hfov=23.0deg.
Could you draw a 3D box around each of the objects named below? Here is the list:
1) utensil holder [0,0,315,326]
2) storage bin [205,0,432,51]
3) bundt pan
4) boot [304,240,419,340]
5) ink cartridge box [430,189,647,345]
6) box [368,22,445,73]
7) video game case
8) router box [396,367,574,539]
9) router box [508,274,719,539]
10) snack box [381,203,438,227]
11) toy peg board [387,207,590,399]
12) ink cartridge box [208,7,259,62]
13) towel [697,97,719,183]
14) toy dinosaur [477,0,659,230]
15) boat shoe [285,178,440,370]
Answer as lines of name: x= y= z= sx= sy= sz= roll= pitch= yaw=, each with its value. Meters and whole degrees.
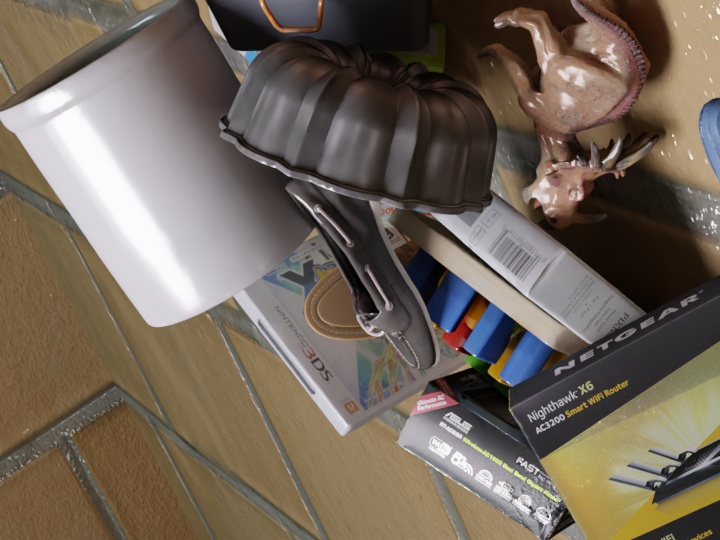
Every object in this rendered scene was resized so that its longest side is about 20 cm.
utensil holder: x=-0.148 y=-0.082 z=1.340 sx=0.200 sy=0.170 sz=0.170 roll=58 pitch=162 yaw=-14
storage bin: x=-0.031 y=-0.223 z=1.308 sx=0.134 sy=0.200 sz=0.146 roll=71 pitch=-157 yaw=-59
bundt pan: x=0.006 y=-0.109 z=1.236 sx=0.202 sy=0.202 sz=0.076 roll=35 pitch=115 yaw=47
boot: x=0.016 y=0.024 z=1.593 sx=0.155 sy=0.200 sz=0.074 roll=-29 pitch=83 yaw=63
ink cartridge box: x=0.159 y=0.019 z=1.321 sx=0.200 sy=0.047 sz=0.160 roll=38 pitch=-177 yaw=-33
box: x=0.001 y=-0.142 z=1.494 sx=0.200 sy=0.122 sz=0.048 roll=101 pitch=175 yaw=-64
video game case: x=0.000 y=0.043 z=1.684 sx=0.182 sy=0.200 sz=0.022 roll=51 pitch=139 yaw=14
router box: x=0.139 y=0.144 z=1.488 sx=0.150 sy=0.062 sz=0.200 roll=33 pitch=-163 yaw=18
router box: x=0.226 y=0.107 z=1.222 sx=0.157 sy=0.200 sz=0.052 roll=58 pitch=-169 yaw=-8
snack box: x=-0.034 y=-0.062 z=1.603 sx=0.116 sy=0.200 sz=0.037 roll=-176 pitch=91 yaw=-70
toy peg board: x=0.123 y=0.059 z=1.397 sx=0.199 sy=0.098 sz=0.200 roll=22 pitch=-168 yaw=-47
ink cartridge box: x=-0.092 y=-0.274 z=1.577 sx=0.116 sy=0.067 sz=0.200 roll=44 pitch=159 yaw=33
towel: x=0.285 y=-0.052 z=1.041 sx=0.200 sy=0.049 sz=0.112 roll=21 pitch=141 yaw=61
toy dinosaur: x=0.155 y=-0.123 z=1.195 sx=0.136 sy=0.086 sz=0.200 roll=52 pitch=157 yaw=12
boat shoe: x=0.000 y=0.000 z=1.340 sx=0.067 sy=0.057 sz=0.200 roll=30 pitch=148 yaw=59
